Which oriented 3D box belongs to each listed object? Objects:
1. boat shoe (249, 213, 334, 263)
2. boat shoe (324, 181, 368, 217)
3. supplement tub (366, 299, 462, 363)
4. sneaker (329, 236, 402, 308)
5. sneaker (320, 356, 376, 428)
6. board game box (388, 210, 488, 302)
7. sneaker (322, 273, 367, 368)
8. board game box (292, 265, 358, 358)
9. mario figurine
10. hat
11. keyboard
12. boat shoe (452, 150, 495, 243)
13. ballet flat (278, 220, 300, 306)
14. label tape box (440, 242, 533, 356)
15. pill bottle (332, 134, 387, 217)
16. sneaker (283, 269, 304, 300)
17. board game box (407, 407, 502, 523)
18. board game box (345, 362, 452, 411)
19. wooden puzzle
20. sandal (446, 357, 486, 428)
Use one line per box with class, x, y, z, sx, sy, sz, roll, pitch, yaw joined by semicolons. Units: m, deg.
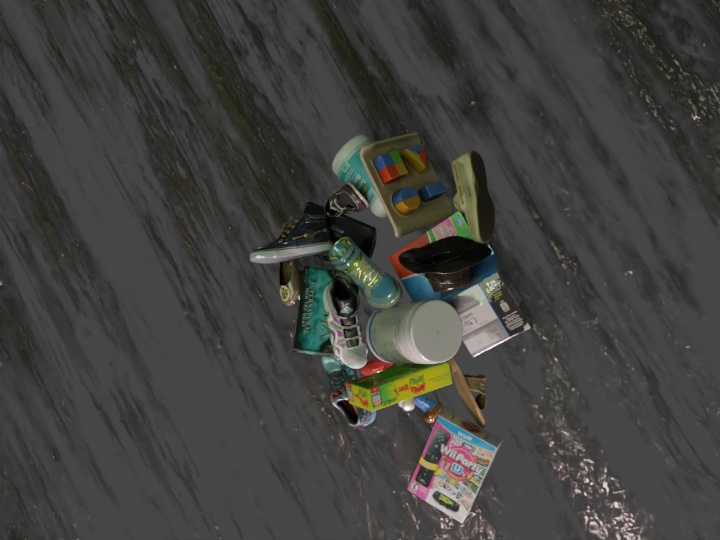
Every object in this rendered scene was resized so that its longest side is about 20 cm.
boat shoe;-0.162;-0.073;1.753;0.071;0.198;0.092;149;111;-69
boat shoe;-0.036;-0.145;1.681;0.063;0.200;0.073;-42;100;-9
supplement tub;0.109;0.130;1.618;0.200;0.131;0.133;-12;92;61
sneaker;0.000;0.000;1.653;0.080;0.131;0.200;-49;43;-4
sneaker;-0.035;0.272;1.784;0.079;0.095;0.201;-36;81;24
board game box;0.179;-0.015;1.677;0.199;0.040;0.154;-34;82;25
sneaker;-0.031;0.103;1.646;0.077;0.140;0.202;-17;72;-15
board game box;-0.075;0.094;1.736;0.134;0.028;0.202;7;68;-5
mario figurine;0.079;0.278;1.719;0.199;0.106;0.124;36;137;7
hat;0.177;-0.001;1.564;0.199;0.201;0.082;-3;112;25
keyboard;-0.059;-0.072;1.796;0.199;0.021;0.128;24;103;22
boat shoe;0.231;-0.148;1.609;0.065;0.072;0.202;-19;71;38
ballet flat;-0.172;-0.018;1.798;0.067;0.046;0.202;-7;76;41
label tape box;0.247;0.058;1.601;0.144;0.063;0.201;-31;92;24
pill bottle;0.038;-0.194;1.682;0.200;0.111;0.111;46;113;14
sneaker;-0.110;0.066;1.798;0.199;0.088;0.077;35;110;18
board game box;0.208;0.431;1.708;0.147;0.064;0.202;26;106;19
board game box;0.081;0.235;1.602;0.101;0.198;0.048;1;103;62
wooden puzzle;0.106;-0.188;1.612;0.046;0.184;0.202;-24;88;49
sandal;0.240;0.239;1.663;0.069;0.078;0.213;-35;103;-12
